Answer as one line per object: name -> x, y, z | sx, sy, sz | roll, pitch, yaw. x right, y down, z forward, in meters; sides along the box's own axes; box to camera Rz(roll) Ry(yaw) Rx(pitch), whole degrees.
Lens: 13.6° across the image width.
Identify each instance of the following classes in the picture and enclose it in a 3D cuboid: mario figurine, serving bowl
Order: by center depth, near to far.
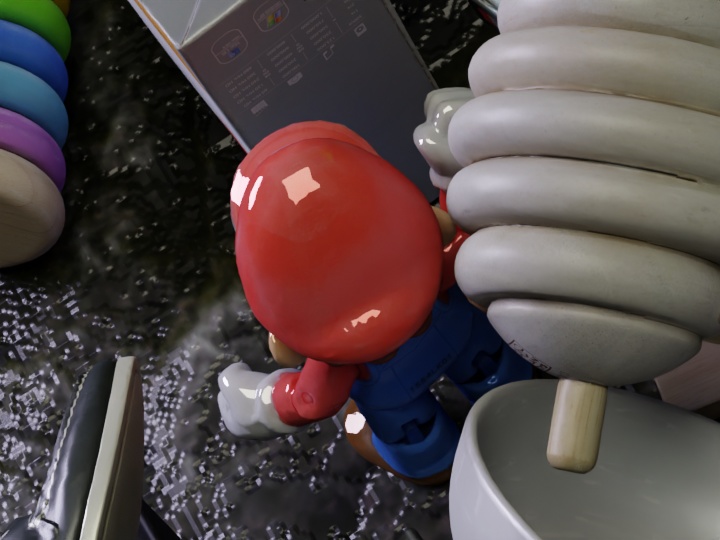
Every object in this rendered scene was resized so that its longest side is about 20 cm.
serving bowl -> 0.114, 0.118, 1.042 | 0.200, 0.200, 0.066 | 38, 114, 28
mario figurine -> 0.000, 0.000, 1.109 | 0.105, 0.200, 0.124 | 9, 69, 21

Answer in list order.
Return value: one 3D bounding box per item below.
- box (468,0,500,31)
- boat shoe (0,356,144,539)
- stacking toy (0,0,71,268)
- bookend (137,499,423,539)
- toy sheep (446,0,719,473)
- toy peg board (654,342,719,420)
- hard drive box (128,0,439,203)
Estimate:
box -> 0.141, -0.148, 1.112 | 0.110, 0.035, 0.201 | 35, 88, 17
boat shoe -> -0.119, 0.123, 1.060 | 0.066, 0.075, 0.201 | 7, 75, 8
stacking toy -> -0.157, -0.106, 1.283 | 0.085, 0.085, 0.201 | -4, 61, 16
bookend -> -0.039, 0.151, 1.116 | 0.199, 0.092, 0.199 | -34, 61, 0
toy sheep -> 0.093, -0.031, 1.019 | 0.137, 0.138, 0.201 | 6, 78, 20
toy peg board -> 0.169, -0.078, 1.147 | 0.199, 0.098, 0.200 | -23, 61, 8
hard drive box -> -0.048, -0.112, 1.176 | 0.077, 0.200, 0.156 | -38, 60, -1
